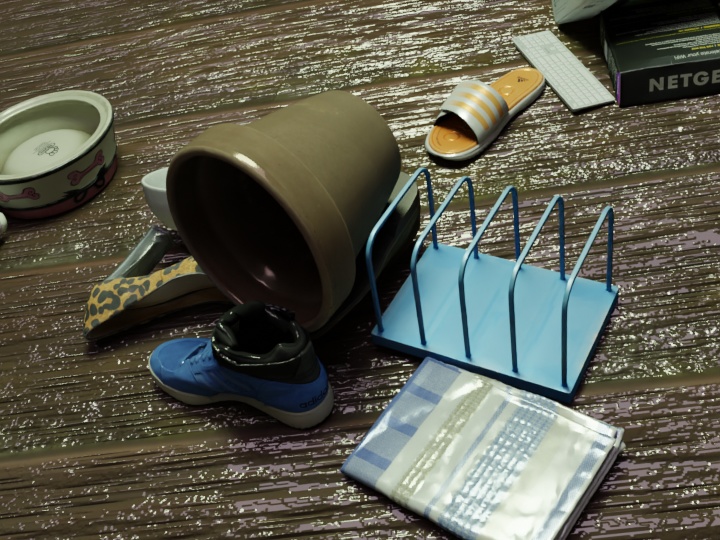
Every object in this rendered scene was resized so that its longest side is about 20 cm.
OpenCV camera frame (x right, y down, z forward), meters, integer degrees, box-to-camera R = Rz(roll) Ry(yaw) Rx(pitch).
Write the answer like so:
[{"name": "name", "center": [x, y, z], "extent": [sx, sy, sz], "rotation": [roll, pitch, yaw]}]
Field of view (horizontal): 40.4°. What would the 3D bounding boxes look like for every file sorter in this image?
[{"name": "file sorter", "center": [0.119, 0.001, 0.885], "extent": [0.197, 0.124, 0.139], "rotation": [14, 46, 27]}]

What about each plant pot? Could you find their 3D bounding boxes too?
[{"name": "plant pot", "center": [-0.052, -0.072, 0.904], "extent": [0.198, 0.203, 0.175], "rotation": [20, 48, 34]}]

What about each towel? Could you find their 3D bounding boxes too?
[{"name": "towel", "center": [0.098, 0.152, 0.801], "extent": [0.197, 0.024, 0.147], "rotation": [19, 52, 35]}]

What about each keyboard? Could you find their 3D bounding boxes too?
[{"name": "keyboard", "center": [0.253, -0.256, 1.237], "extent": [0.055, 0.011, 0.201], "rotation": [-18, 40, -4]}]

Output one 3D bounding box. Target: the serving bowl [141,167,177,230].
[{"name": "serving bowl", "center": [-0.138, -0.076, 1.073], "extent": [0.195, 0.067, 0.200], "rotation": [-3, 17, 1]}]

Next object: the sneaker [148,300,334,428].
[{"name": "sneaker", "center": [-0.121, 0.070, 0.889], "extent": [0.197, 0.113, 0.077], "rotation": [13, 46, 29]}]

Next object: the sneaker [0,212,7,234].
[{"name": "sneaker", "center": [-0.517, -0.060, 1.204], "extent": [0.197, 0.076, 0.099], "rotation": [17, 30, 31]}]

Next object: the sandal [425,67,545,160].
[{"name": "sandal", "center": [0.147, -0.207, 1.172], "extent": [0.078, 0.060, 0.206], "rotation": [22, 52, 36]}]

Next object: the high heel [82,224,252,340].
[{"name": "high heel", "center": [-0.184, 0.039, 0.991], "extent": [0.197, 0.072, 0.144], "rotation": [19, 61, 30]}]

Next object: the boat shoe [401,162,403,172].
[{"name": "boat shoe", "center": [-0.033, -0.054, 1.035], "extent": [0.201, 0.072, 0.072], "rotation": [-52, 13, -19]}]

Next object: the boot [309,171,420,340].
[{"name": "boot", "center": [0.000, 0.000, 0.979], "extent": [0.073, 0.076, 0.201], "rotation": [29, 70, 28]}]

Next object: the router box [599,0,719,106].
[{"name": "router box", "center": [0.398, -0.272, 1.180], "extent": [0.195, 0.052, 0.151], "rotation": [-7, 42, 9]}]

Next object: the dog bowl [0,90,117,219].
[{"name": "dog bowl", "center": [-0.400, -0.146, 1.251], "extent": [0.196, 0.075, 0.202], "rotation": [-8, 40, 6]}]

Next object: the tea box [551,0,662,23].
[{"name": "tea box", "center": [0.344, -0.403, 1.215], "extent": [0.192, 0.137, 0.200], "rotation": [-11, 6, 2]}]
